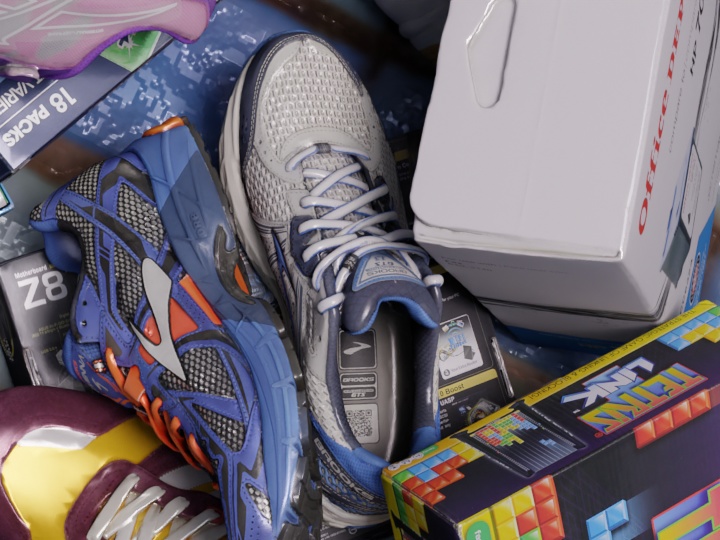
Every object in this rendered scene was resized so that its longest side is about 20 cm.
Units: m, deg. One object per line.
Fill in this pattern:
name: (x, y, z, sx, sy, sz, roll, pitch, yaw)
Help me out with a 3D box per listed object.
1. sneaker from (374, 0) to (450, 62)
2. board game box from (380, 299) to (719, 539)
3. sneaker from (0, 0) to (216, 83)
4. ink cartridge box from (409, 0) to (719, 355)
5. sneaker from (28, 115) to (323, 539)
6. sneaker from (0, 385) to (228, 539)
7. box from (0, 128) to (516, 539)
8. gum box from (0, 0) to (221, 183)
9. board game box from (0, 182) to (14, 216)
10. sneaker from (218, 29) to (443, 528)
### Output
sneaker: (0.072, -0.189, 0.853, 0.088, 0.075, 0.200, 42, 72, -12)
board game box: (0.105, 0.137, 0.760, 0.165, 0.057, 0.201, -25, 119, -23)
sneaker: (-0.135, -0.102, 0.679, 0.199, 0.081, 0.089, -11, 133, -6)
ink cartridge box: (0.094, -0.054, 0.780, 0.085, 0.200, 0.147, 9, 80, 17)
sneaker: (-0.067, 0.035, 0.708, 0.078, 0.075, 0.200, -20, 53, -7)
sneaker: (-0.060, 0.105, 0.717, 0.200, 0.090, 0.075, 32, 77, -16)
box: (-0.040, 0.045, 0.803, 0.199, 0.049, 0.162, -20, 94, -21)
gum box: (-0.140, -0.165, 0.745, 0.170, 0.045, 0.200, -43, 100, -19)
board game box: (-0.257, -0.043, 0.734, 0.199, 0.040, 0.154, -29, 95, -21)
sneaker: (0.000, 0.000, 0.751, 0.077, 0.085, 0.201, -11, 88, -22)
